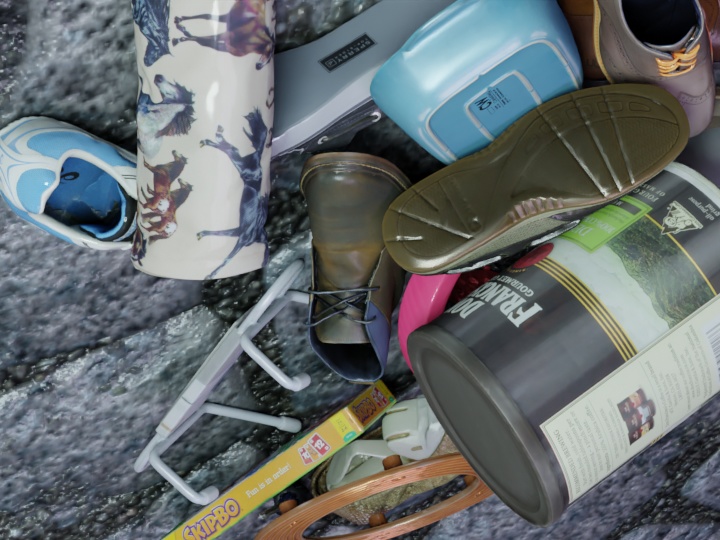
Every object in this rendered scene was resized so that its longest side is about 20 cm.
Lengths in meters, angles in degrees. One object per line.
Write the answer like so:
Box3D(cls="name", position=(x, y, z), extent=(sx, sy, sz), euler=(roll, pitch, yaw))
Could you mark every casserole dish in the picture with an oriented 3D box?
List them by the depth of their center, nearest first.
Box3D(cls="casserole dish", position=(0.078, -0.111, 1.134), extent=(0.121, 0.039, 0.200), euler=(-35, 162, 7))

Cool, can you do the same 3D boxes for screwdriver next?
Box3D(cls="screwdriver", position=(-0.055, 0.175, 1.371), extent=(0.028, 0.029, 0.200), euler=(-36, 179, 2))

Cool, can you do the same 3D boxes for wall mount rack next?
Box3D(cls="wall mount rack", position=(-0.066, 0.077, 1.310), extent=(0.200, 0.075, 0.174), euler=(-51, 176, 25))

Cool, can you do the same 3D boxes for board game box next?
Box3D(cls="board game box", position=(-0.067, 0.151, 1.368), extent=(0.200, 0.030, 0.096), euler=(-39, 177, 18))

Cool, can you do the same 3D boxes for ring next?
Box3D(cls="ring", position=(0.019, 0.160, 1.328), extent=(0.200, 0.019, 0.201), euler=(-17, 161, -6))

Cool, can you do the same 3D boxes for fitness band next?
Box3D(cls="fitness band", position=(0.102, 0.037, 1.279), extent=(0.144, 0.037, 0.200), euler=(-46, 136, -2))

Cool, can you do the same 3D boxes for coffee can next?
Box3D(cls="coffee can", position=(0.151, 0.045, 1.190), extent=(0.200, 0.146, 0.147), euler=(-34, 144, -14))

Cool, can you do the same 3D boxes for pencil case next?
Box3D(cls="pencil case", position=(-0.092, -0.088, 1.046), extent=(0.078, 0.089, 0.201), euler=(-29, 127, -52))

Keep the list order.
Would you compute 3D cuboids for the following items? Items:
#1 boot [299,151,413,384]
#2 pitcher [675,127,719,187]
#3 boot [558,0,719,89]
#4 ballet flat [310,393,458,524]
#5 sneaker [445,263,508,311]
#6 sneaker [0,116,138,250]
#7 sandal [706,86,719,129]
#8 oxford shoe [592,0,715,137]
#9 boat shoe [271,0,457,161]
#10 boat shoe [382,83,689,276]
Box3D(cls="boot", position=(0.000, 0.000, 1.198), extent=(0.074, 0.097, 0.200), euler=(0, 159, 8))
Box3D(cls="pitcher", position=(0.250, -0.021, 1.380), extent=(0.200, 0.122, 0.171), euler=(-39, 147, 25))
Box3D(cls="boot", position=(0.199, -0.212, 1.186), extent=(0.188, 0.069, 0.200), euler=(-19, 137, 5))
Box3D(cls="ballet flat", position=(0.031, 0.134, 1.408), extent=(0.065, 0.071, 0.200), euler=(16, 138, -33))
Box3D(cls="sneaker", position=(0.107, 0.057, 1.394), extent=(0.200, 0.079, 0.096), euler=(17, 124, -44))
Box3D(cls="sneaker", position=(-0.135, -0.036, 1.133), extent=(0.200, 0.073, 0.072), euler=(16, 120, -45))
Box3D(cls="sandal", position=(0.160, -0.071, 1.265), extent=(0.199, 0.054, 0.080), euler=(-17, 176, 1))
Box3D(cls="oxford shoe", position=(0.179, -0.140, 1.150), extent=(0.071, 0.073, 0.200), euler=(-26, 135, 7))
Box3D(cls="boat shoe", position=(-0.021, -0.103, 1.146), extent=(0.200, 0.070, 0.066), euler=(-32, 141, -12))
Box3D(cls="boat shoe", position=(0.107, -0.055, 1.170), extent=(0.199, 0.073, 0.065), euler=(-22, 169, 1))
